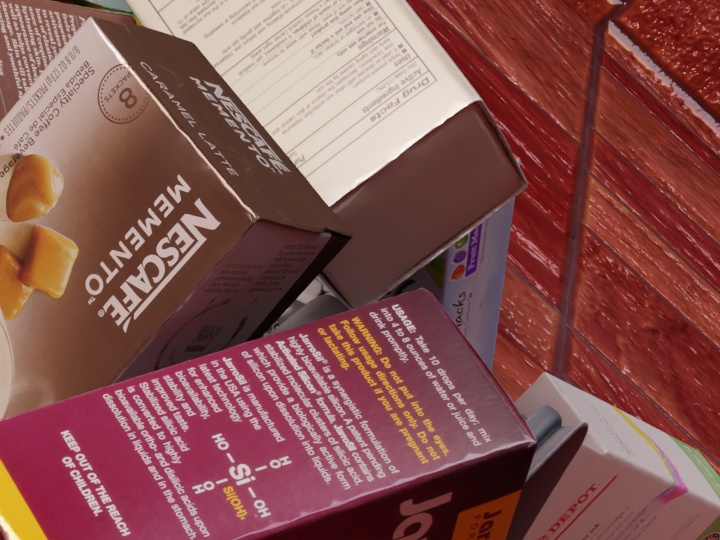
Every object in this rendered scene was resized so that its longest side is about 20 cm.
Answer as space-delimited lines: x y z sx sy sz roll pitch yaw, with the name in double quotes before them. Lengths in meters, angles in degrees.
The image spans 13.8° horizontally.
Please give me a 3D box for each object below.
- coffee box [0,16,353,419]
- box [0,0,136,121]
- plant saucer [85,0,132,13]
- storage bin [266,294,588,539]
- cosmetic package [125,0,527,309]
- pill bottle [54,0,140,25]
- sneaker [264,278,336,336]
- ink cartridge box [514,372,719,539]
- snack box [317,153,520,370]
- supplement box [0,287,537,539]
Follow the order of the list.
"coffee box" -0.115 0.016 1.145 0.114 0.200 0.080 50 18 22
"box" -0.161 -0.060 1.240 0.200 0.075 0.100 4 67 -60
"plant saucer" -0.183 -0.191 1.449 0.201 0.039 0.201 28 11 -6
"storage bin" -0.019 0.109 1.270 0.134 0.146 0.200 37 38 12
"cosmetic package" -0.026 -0.094 1.313 0.200 0.103 0.087 56 2 32
"pill bottle" -0.158 -0.116 1.571 0.111 0.111 0.200 24 24 -52
"sneaker" -0.083 0.029 1.377 0.200 0.091 0.078 26 -18 5
"ink cartridge box" 0.108 0.129 1.589 0.200 0.117 0.067 28 20 -48
"snack box" 0.000 0.000 1.422 0.142 0.200 0.053 34 47 29
"supplement box" -0.047 0.096 1.092 0.200 0.111 0.086 -17 52 -26
